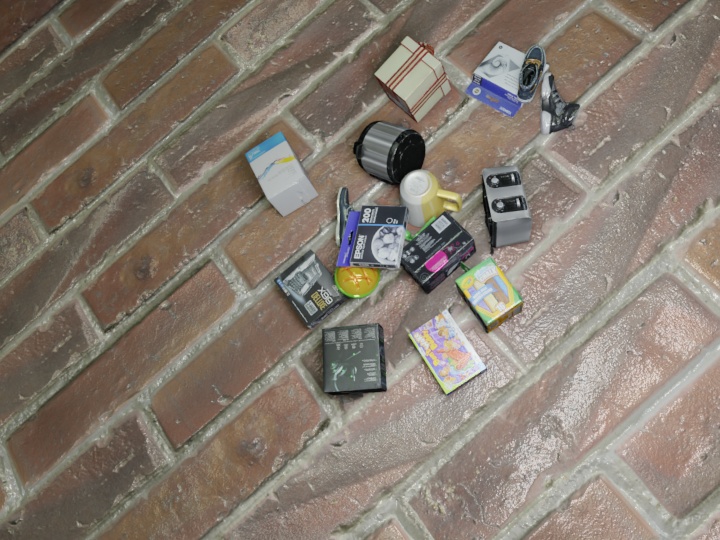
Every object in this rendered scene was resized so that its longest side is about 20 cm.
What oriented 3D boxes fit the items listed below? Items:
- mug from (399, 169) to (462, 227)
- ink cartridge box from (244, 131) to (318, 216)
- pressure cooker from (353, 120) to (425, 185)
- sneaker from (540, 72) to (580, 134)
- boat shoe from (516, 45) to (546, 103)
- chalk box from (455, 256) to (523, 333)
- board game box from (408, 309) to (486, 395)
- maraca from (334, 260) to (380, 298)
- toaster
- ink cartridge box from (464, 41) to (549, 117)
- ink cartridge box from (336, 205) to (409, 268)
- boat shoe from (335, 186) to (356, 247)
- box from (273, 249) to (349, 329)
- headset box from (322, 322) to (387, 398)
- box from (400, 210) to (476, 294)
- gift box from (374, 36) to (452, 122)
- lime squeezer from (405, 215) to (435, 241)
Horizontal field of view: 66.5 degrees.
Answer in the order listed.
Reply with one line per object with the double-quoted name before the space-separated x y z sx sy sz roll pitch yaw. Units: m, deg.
"mug" 0.202 -0.235 1.672 0.185 0.153 0.151 -18 68 8
"ink cartridge box" -0.259 -0.317 1.823 0.145 0.147 0.201 -31 67 3
"pressure cooker" 0.085 -0.378 1.732 0.199 0.176 0.179 29 81 36
"sneaker" 0.616 -0.516 1.697 0.113 0.075 0.202 1 79 14
"boat shoe" 0.533 -0.627 1.700 0.070 0.091 0.202 12 78 15
"chalk box" 0.351 0.053 1.554 0.123 0.125 0.201 -33 69 3
"board game box" 0.247 0.233 1.566 0.134 0.045 0.201 -34 68 2
"maraca" 0.000 0.000 1.679 0.136 0.107 0.201 27 56 4
"toaster" 0.416 -0.176 1.585 0.118 0.200 0.182 -8 63 9
"ink cartridge box" 0.472 -0.623 1.785 0.199 0.041 0.201 36 85 22
"ink cartridge box" 0.033 -0.102 1.627 0.198 0.043 0.200 2 63 21
"boat shoe" -0.043 -0.172 1.758 0.061 0.075 0.202 -3 73 16
"box" -0.155 0.058 1.727 0.157 0.050 0.200 -39 67 0
"headset box" -0.017 0.267 1.599 0.172 0.093 0.202 -8 71 12
"box" 0.224 -0.052 1.628 0.200 0.115 0.132 -41 66 -1
"gift box" 0.191 -0.615 1.788 0.187 0.184 0.200 -47 71 6
"lime squeezer" 0.150 -0.122 1.694 0.199 0.071 0.038 0 31 43
